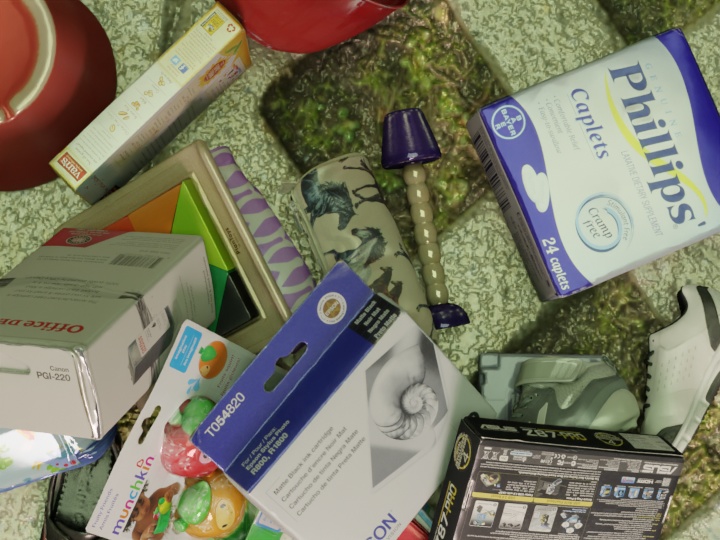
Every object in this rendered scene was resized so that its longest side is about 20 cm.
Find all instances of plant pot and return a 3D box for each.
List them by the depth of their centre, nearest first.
[{"bbox_3d":[-0.318,-0.176,1.330,0.199,0.177,0.202,0,86,-2],"label":"plant pot"}]

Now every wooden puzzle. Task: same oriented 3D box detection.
[{"bbox_3d":[-0.169,0.010,1.339,0.199,0.037,0.186,-28,88,30],"label":"wooden puzzle"}]

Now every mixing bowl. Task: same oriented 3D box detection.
[{"bbox_3d":[-0.065,-0.266,1.356,0.200,0.200,0.108,46,114,2],"label":"mixing bowl"}]

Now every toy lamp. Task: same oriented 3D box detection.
[{"bbox_3d":[0.056,-0.046,1.395,0.058,0.058,0.201,-9,88,-3],"label":"toy lamp"}]

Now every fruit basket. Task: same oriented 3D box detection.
[{"bbox_3d":[-0.119,0.156,1.277,0.093,0.200,0.186,21,82,33],"label":"fruit basket"}]

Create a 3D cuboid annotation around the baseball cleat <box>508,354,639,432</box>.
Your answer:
[{"bbox_3d":[0.143,0.142,1.352,0.199,0.070,0.107,-27,74,-9],"label":"baseball cleat"}]

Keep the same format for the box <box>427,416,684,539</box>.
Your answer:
[{"bbox_3d":[0.161,0.212,1.301,0.199,0.049,0.162,6,106,-22],"label":"box"}]

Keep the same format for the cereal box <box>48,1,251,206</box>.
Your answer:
[{"bbox_3d":[-0.180,-0.140,1.349,0.200,0.144,0.040,-44,88,-5],"label":"cereal box"}]

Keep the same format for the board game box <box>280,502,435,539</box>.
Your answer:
[{"bbox_3d":[0.012,0.256,1.365,0.134,0.034,0.200,-41,88,10],"label":"board game box"}]

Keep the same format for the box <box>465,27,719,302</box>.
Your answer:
[{"bbox_3d":[0.223,-0.093,1.379,0.199,0.105,0.185,-23,87,-4],"label":"box"}]

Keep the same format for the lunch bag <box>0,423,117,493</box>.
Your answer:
[{"bbox_3d":[-0.309,0.122,1.320,0.199,0.161,0.083,-21,118,-5],"label":"lunch bag"}]

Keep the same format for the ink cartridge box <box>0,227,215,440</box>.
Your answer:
[{"bbox_3d":[-0.226,0.046,1.239,0.145,0.200,0.085,4,116,23],"label":"ink cartridge box"}]

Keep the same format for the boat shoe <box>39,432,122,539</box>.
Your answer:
[{"bbox_3d":[-0.250,0.234,1.360,0.073,0.063,0.203,7,87,-4],"label":"boat shoe"}]

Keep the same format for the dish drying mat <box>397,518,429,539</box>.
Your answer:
[{"bbox_3d":[-0.028,0.282,1.347,0.077,0.018,0.200,41,98,2],"label":"dish drying mat"}]

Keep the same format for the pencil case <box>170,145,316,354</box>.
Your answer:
[{"bbox_3d":[-0.100,-0.013,1.371,0.084,0.085,0.201,-30,88,3],"label":"pencil case"}]

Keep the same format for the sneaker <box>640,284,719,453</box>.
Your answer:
[{"bbox_3d":[0.282,0.103,1.389,0.080,0.074,0.201,29,78,7],"label":"sneaker"}]

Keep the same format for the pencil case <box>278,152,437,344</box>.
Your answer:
[{"bbox_3d":[0.000,0.000,1.359,0.089,0.078,0.201,-18,74,-14],"label":"pencil case"}]

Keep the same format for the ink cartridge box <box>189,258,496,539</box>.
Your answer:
[{"bbox_3d":[-0.009,0.128,1.266,0.200,0.041,0.200,-50,119,-10],"label":"ink cartridge box"}]

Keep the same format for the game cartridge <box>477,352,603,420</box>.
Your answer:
[{"bbox_3d":[0.171,0.176,1.392,0.132,0.041,0.201,1,86,2],"label":"game cartridge"}]
